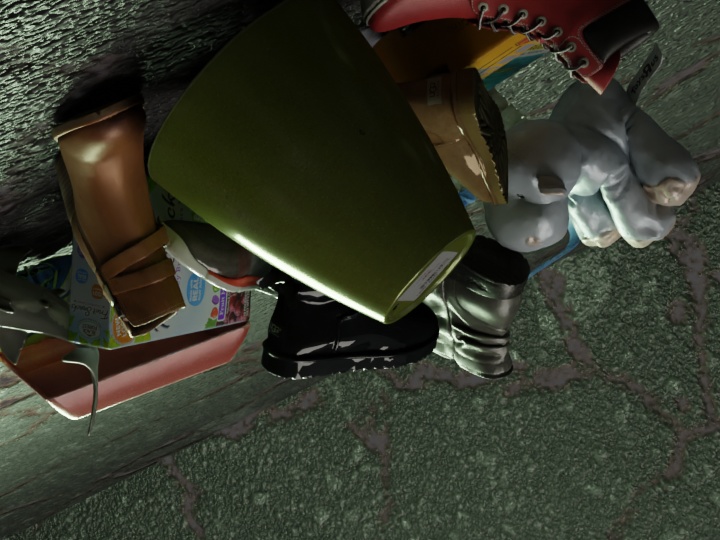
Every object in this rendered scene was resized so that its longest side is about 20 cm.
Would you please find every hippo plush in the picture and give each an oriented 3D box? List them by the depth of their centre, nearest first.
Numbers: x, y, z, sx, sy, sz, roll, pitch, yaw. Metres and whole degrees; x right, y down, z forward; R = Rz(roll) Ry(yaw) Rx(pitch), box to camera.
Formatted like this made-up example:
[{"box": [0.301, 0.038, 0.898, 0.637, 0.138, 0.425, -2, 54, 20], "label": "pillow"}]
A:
[{"box": [0.191, -0.085, 1.721, 0.160, 0.159, 0.201, -30, 145, -44], "label": "hippo plush"}]

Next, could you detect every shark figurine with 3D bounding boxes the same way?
[{"box": [-0.287, 0.056, 1.737, 0.128, 0.214, 0.090, -35, 146, -54], "label": "shark figurine"}]

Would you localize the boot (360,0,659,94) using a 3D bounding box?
[{"box": [0.110, -0.180, 1.451, 0.199, 0.145, 0.072, -22, 174, -3], "label": "boot"}]

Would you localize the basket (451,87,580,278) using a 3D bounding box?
[{"box": [0.104, -0.072, 1.867, 0.176, 0.201, 0.139, -34, 179, -37], "label": "basket"}]

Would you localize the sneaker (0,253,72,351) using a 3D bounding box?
[{"box": [-0.318, 0.033, 1.849, 0.199, 0.076, 0.105, -23, 171, 3], "label": "sneaker"}]

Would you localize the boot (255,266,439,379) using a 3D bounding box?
[{"box": [0.000, 0.000, 1.684, 0.197, 0.164, 0.073, -9, -152, -39], "label": "boot"}]

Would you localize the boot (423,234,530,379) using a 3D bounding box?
[{"box": [0.058, 0.011, 1.787, 0.068, 0.199, 0.131, -35, 148, -40], "label": "boot"}]

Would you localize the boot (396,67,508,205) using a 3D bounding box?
[{"box": [0.012, -0.105, 1.611, 0.198, 0.067, 0.175, -4, 148, 16], "label": "boot"}]

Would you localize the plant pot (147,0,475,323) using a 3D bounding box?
[{"box": [-0.017, -0.065, 1.436, 0.187, 0.200, 0.187, -43, 168, -12], "label": "plant pot"}]

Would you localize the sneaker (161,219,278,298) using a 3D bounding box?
[{"box": [-0.092, -0.029, 1.679, 0.199, 0.077, 0.082, 14, 110, -51], "label": "sneaker"}]

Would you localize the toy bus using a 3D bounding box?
[{"box": [0.096, -0.195, 1.591, 0.078, 0.065, 0.200, -14, 168, -47], "label": "toy bus"}]

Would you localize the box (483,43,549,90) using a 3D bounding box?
[{"box": [0.142, -0.211, 1.675, 0.082, 0.049, 0.200, -15, 168, -47], "label": "box"}]

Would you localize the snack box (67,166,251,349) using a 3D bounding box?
[{"box": [-0.166, -0.017, 1.717, 0.053, 0.143, 0.200, 8, -170, 32], "label": "snack box"}]

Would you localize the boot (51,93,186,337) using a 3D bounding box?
[{"box": [-0.178, -0.037, 1.505, 0.076, 0.156, 0.200, -19, 171, -24], "label": "boot"}]

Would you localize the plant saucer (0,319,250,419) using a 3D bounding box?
[{"box": [-0.219, 0.078, 1.850, 0.199, 0.037, 0.199, -21, -162, -19], "label": "plant saucer"}]
